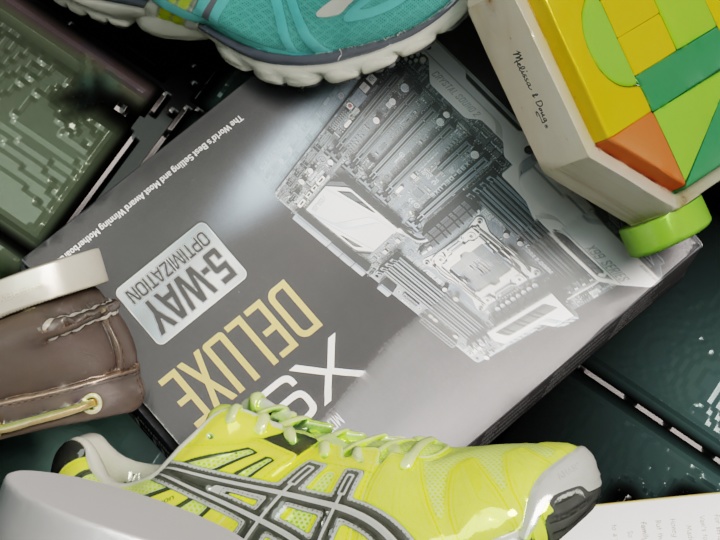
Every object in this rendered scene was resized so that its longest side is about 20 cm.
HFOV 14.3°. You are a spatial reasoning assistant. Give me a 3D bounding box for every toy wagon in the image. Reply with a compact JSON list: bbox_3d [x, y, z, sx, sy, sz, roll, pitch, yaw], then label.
[{"bbox_3d":[0.114,-0.102,1.047,0.200,0.039,0.156,-31,98,-45],"label":"toy wagon"}]

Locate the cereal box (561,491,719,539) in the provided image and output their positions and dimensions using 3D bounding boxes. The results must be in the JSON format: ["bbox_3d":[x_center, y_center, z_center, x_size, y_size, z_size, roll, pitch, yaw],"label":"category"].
[{"bbox_3d":[0.122,0.153,1.029,0.199,0.040,0.145,-4,72,-6],"label":"cereal box"}]

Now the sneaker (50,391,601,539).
[{"bbox_3d":[-0.019,0.078,0.962,0.199,0.075,0.077,-12,92,15],"label":"sneaker"}]

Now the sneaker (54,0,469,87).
[{"bbox_3d":[-0.048,-0.122,1.041,0.199,0.080,0.078,11,57,24],"label":"sneaker"}]

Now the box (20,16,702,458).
[{"bbox_3d":[0.000,0.000,1.060,0.200,0.050,0.158,-39,80,-13],"label":"box"}]

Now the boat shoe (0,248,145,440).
[{"bbox_3d":[-0.172,0.054,1.010,0.199,0.072,0.060,-22,92,10],"label":"boat shoe"}]

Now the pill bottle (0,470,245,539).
[{"bbox_3d":[-0.101,0.171,0.906,0.112,0.112,0.201,18,92,1],"label":"pill bottle"}]
